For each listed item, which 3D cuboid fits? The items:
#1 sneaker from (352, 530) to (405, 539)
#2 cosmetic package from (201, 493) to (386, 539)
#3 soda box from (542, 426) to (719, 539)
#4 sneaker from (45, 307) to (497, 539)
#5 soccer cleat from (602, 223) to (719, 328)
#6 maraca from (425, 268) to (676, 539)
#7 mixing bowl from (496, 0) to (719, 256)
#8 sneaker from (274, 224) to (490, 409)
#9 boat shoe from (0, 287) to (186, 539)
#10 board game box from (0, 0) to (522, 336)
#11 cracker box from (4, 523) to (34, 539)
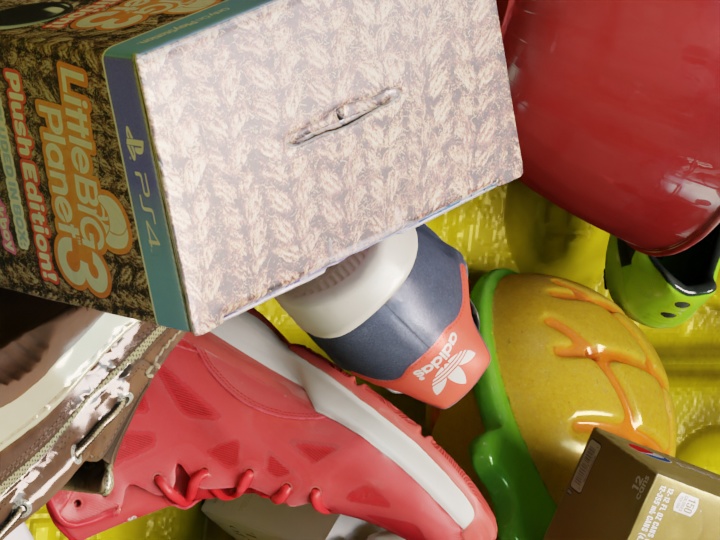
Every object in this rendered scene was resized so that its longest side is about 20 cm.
[{"bbox_3d":[-0.029,0.170,1.046,0.200,0.083,0.081,-32,122,-18],"label":"sneaker"},{"bbox_3d":[0.025,0.141,1.180,0.200,0.082,0.051,42,69,-38],"label":"cosmetic package"},{"bbox_3d":[0.091,0.170,1.070,0.068,0.064,0.200,21,97,-24],"label":"soda box"},{"bbox_3d":[-0.052,0.081,1.058,0.116,0.200,0.078,-53,169,-9],"label":"sneaker"},{"bbox_3d":[0.154,-0.073,1.220,0.067,0.081,0.201,11,79,-15],"label":"soccer cleat"},{"bbox_3d":[0.082,0.077,1.174,0.137,0.107,0.200,53,23,-22],"label":"maraca"},{"bbox_3d":[0.096,-0.113,1.147,0.108,0.200,0.201,10,91,-19],"label":"mixing bowl"},{"bbox_3d":[0.000,0.000,1.058,0.075,0.200,0.085,-43,111,7],"label":"sneaker"},{"bbox_3d":[-0.114,0.048,0.981,0.202,0.075,0.075,-40,120,-36],"label":"boat shoe"},{"bbox_3d":[-0.071,-0.063,0.971,0.159,0.200,0.097,-26,115,-37],"label":"board game box"},{"bbox_3d":[-0.166,0.172,1.025,0.134,0.058,0.200,-44,124,-29],"label":"cracker box"}]
